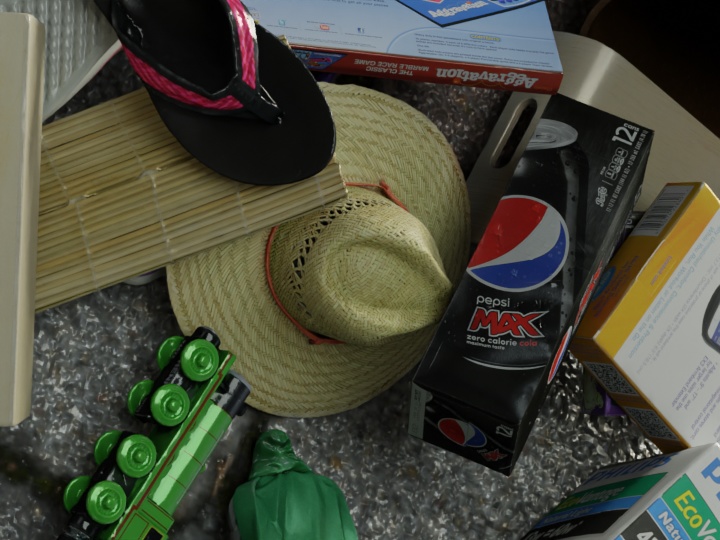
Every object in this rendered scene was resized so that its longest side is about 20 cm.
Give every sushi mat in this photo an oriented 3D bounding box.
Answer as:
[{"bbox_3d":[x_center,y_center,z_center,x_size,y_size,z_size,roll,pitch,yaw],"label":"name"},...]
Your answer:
[{"bbox_3d":[-0.113,-0.047,1.259,0.199,0.012,0.096,-20,74,0],"label":"sushi mat"}]

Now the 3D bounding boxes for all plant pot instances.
[{"bbox_3d":[0.242,-0.191,1.485,0.187,0.187,0.201,32,53,-20],"label":"plant pot"}]

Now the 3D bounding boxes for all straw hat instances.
[{"bbox_3d":[0.000,0.000,1.295,0.200,0.085,0.202,-10,109,-31],"label":"straw hat"}]

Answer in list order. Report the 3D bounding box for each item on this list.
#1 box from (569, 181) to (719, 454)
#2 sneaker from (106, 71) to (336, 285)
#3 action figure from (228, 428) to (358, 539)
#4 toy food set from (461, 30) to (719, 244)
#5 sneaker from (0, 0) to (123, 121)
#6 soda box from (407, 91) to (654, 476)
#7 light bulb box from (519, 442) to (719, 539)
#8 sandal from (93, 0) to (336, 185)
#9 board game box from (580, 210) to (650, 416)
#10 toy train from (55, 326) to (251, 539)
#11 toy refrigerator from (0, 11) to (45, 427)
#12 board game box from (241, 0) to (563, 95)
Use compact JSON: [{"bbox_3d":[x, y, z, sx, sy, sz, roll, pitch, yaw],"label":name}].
[{"bbox_3d":[0.212,0.059,1.398,0.200,0.041,0.119,48,68,-26],"label":"box"},{"bbox_3d":[-0.080,-0.078,1.314,0.081,0.083,0.200,46,61,-13],"label":"sneaker"},{"bbox_3d":[-0.034,0.182,1.295,0.118,0.055,0.201,3,70,-28],"label":"action figure"},{"bbox_3d":[0.155,-0.029,1.451,0.200,0.060,0.144,36,72,-26],"label":"toy food set"},{"bbox_3d":[-0.166,-0.130,1.291,0.200,0.105,0.075,-36,98,-1],"label":"sneaker"},{"bbox_3d":[0.093,0.005,1.314,0.063,0.071,0.200,21,62,11],"label":"soda box"},{"bbox_3d":[0.156,0.235,1.350,0.200,0.125,0.199,-39,99,-30],"label":"light bulb box"},{"bbox_3d":[-0.090,-0.121,1.222,0.075,0.045,0.200,-40,95,0],"label":"sandal"},{"bbox_3d":[0.218,0.026,1.439,0.199,0.032,0.121,1,93,-32],"label":"board game box"},{"bbox_3d":[-0.121,0.120,1.254,0.056,0.042,0.200,42,71,-25],"label":"toy train"},{"bbox_3d":[-0.198,-0.026,1.203,0.070,0.076,0.201,3,92,-2],"label":"toy refrigerator"},{"bbox_3d":[0.008,-0.146,1.334,0.199,0.019,0.103,5,47,-15],"label":"board game box"}]
